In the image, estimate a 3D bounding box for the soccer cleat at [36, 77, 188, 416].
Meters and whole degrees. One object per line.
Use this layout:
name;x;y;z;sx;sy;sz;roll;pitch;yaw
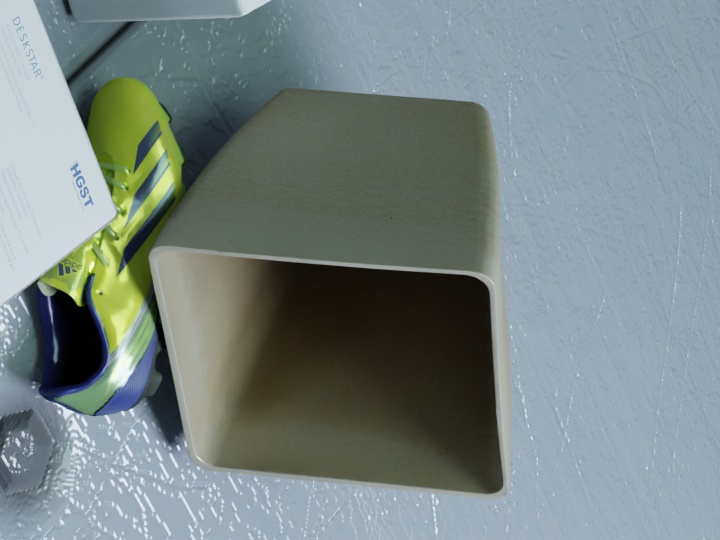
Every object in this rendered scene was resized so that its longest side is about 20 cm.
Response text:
soccer cleat;-0.150;-0.015;1.492;0.084;0.065;0.200;4;90;-48

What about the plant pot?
plant pot;0.000;0.000;1.549;0.200;0.200;0.177;83;16;-46

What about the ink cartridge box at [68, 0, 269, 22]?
ink cartridge box;-0.117;-0.247;1.451;0.087;0.145;0.200;-37;119;-40

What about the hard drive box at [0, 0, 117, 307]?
hard drive box;-0.243;-0.048;1.374;0.200;0.077;0.156;-40;122;-39
